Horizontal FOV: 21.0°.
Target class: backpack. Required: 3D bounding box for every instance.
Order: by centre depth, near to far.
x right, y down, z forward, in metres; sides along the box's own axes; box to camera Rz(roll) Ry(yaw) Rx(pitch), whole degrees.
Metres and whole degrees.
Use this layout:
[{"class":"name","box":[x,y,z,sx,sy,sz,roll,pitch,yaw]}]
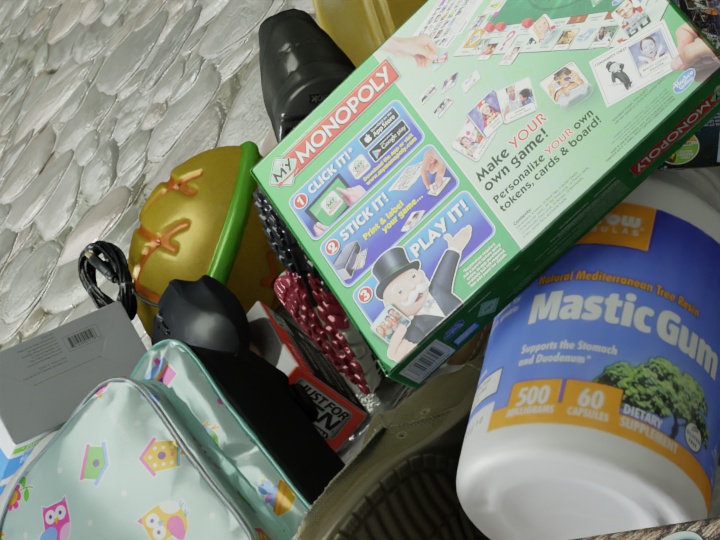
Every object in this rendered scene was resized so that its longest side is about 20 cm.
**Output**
[{"class":"backpack","box":[-0.102,0.158,1.019,0.176,0.153,0.200,48,112,24]}]

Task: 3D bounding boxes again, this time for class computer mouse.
[{"class":"computer mouse","box":[-0.129,0.021,1.183,0.199,0.034,0.059,23,105,52]}]

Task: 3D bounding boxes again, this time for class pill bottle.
[{"class":"pill bottle","box":[0.116,0.028,0.888,0.112,0.112,0.201,-23,40,44]}]

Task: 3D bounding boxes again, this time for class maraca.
[{"class":"maraca","box":[-0.101,0.009,1.256,0.137,0.106,0.201,126,161,-63]}]

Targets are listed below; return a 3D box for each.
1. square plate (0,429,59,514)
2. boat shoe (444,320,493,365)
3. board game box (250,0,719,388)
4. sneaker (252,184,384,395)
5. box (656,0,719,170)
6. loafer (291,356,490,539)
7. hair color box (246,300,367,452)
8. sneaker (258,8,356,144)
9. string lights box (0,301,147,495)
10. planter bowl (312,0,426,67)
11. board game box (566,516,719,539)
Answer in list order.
[{"class":"square plate","box":[-0.216,0.197,1.183,0.201,0.028,0.198,-62,-8,-13]},{"class":"boat shoe","box":[0.093,-0.028,1.029,0.201,0.064,0.071,-63,7,-26]},{"class":"board game box","box":[0.057,-0.063,0.873,0.200,0.029,0.135,-43,57,12]},{"class":"sneaker","box":[0.000,0.000,1.064,0.074,0.200,0.081,-37,65,-16]},{"class":"box","box":[0.192,-0.125,0.938,0.135,0.038,0.201,-3,39,1]},{"class":"loafer","box":[0.028,0.106,0.924,0.067,0.077,0.200,-12,16,43]},{"class":"hair color box","box":[-0.091,0.127,1.154,0.200,0.061,0.102,-50,26,5]},{"class":"sneaker","box":[-0.014,-0.073,1.106,0.075,0.201,0.091,-20,57,-6]},{"class":"string lights box","box":[-0.202,0.101,1.229,0.102,0.059,0.200,-24,-16,-27]},{"class":"planter bowl","box":[0.043,-0.159,1.103,0.083,0.202,0.200,-21,21,-18]},{"class":"board game box","box":[0.137,0.180,0.699,0.199,0.097,0.160,-19,43,47]}]
